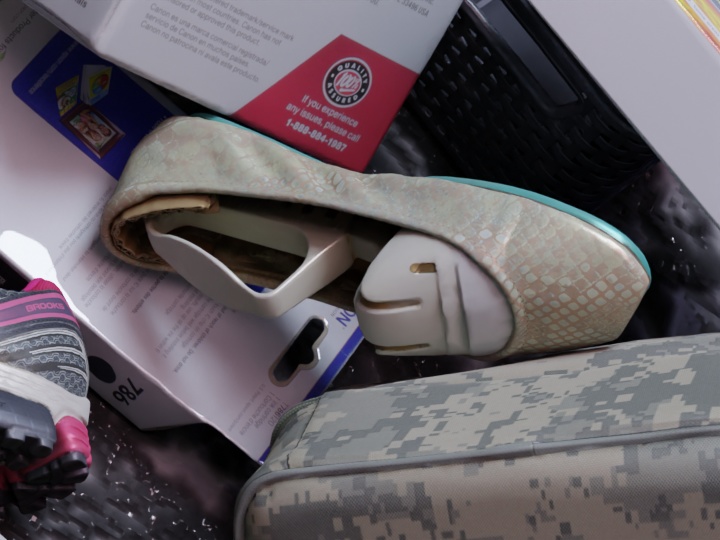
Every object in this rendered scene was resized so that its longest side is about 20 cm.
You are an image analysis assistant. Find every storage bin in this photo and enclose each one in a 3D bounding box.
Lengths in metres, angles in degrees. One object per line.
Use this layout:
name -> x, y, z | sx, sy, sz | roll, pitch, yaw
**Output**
storage bin -> 0.110, -0.122, 1.095 | 0.200, 0.094, 0.135 | -36, 86, -37

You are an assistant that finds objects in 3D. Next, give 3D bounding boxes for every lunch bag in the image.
lunch bag -> 0.073, 0.088, 0.889 | 0.168, 0.200, 0.140 | -61, 141, -68

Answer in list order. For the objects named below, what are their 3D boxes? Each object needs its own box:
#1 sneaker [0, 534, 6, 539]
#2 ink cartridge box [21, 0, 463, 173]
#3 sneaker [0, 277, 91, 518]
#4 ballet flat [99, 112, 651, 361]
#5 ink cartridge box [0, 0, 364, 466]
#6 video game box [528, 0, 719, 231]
sneaker -> -0.124, 0.120, 0.824 | 0.200, 0.074, 0.081 | 24, 10, 8
ink cartridge box -> -0.018, -0.153, 0.954 | 0.147, 0.086, 0.200 | 25, 97, -46
sneaker -> -0.184, 0.025, 0.875 | 0.200, 0.081, 0.075 | 16, 53, -28
ballet flat -> 0.000, 0.000, 0.900 | 0.200, 0.068, 0.062 | 15, 49, 30
ink cartridge box -> -0.091, -0.018, 0.968 | 0.200, 0.039, 0.099 | 41, 54, -3
video game box -> 0.144, -0.059, 0.946 | 0.200, 0.047, 0.182 | 50, 20, 2
